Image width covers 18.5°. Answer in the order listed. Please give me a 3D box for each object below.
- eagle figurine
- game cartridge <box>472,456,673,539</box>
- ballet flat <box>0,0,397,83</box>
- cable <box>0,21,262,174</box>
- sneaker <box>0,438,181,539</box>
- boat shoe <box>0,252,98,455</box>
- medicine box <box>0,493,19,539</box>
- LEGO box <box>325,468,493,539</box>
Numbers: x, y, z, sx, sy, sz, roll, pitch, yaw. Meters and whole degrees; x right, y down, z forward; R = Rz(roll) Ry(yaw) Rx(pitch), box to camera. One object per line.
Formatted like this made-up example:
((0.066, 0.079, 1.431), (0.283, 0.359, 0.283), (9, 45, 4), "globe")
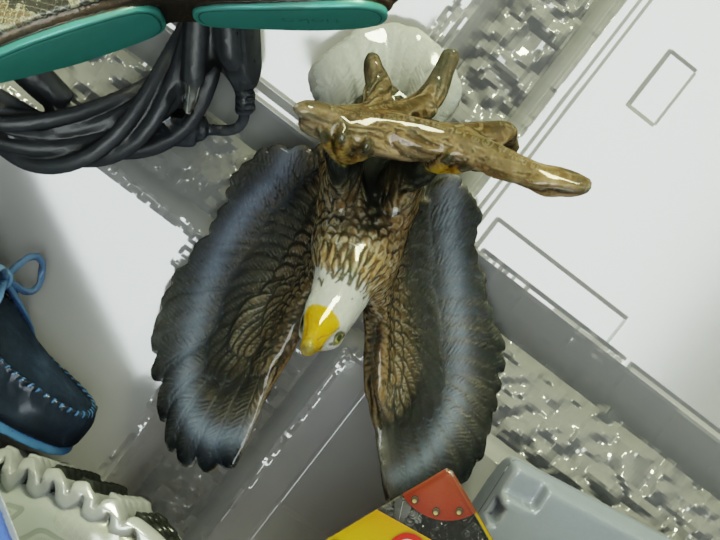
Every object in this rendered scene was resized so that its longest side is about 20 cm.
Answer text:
((-0.005, 0.004, 1.001), (0.152, 0.150, 0.201), (45, 141, 27), "eagle figurine")
((0.075, 0.200, 1.072), (0.133, 0.041, 0.201), (29, 103, -14), "game cartridge")
((-0.082, -0.131, 0.952), (0.198, 0.068, 0.076), (-9, 82, -1), "ballet flat")
((-0.128, -0.148, 1.002), (0.161, 0.051, 0.202), (-4, 105, 5), "cable")
((-0.171, 0.117, 1.018), (0.198, 0.075, 0.082), (18, 83, 18), "sneaker")
((-0.195, 0.003, 1.014), (0.200, 0.084, 0.069), (40, 96, -11), "boat shoe")
((-0.251, 0.117, 0.907), (0.199, 0.103, 0.184), (-21, 88, -19), "medicine box")
((0.025, 0.211, 0.958), (0.148, 0.077, 0.201), (-30, 81, -3), "LEGO box")
